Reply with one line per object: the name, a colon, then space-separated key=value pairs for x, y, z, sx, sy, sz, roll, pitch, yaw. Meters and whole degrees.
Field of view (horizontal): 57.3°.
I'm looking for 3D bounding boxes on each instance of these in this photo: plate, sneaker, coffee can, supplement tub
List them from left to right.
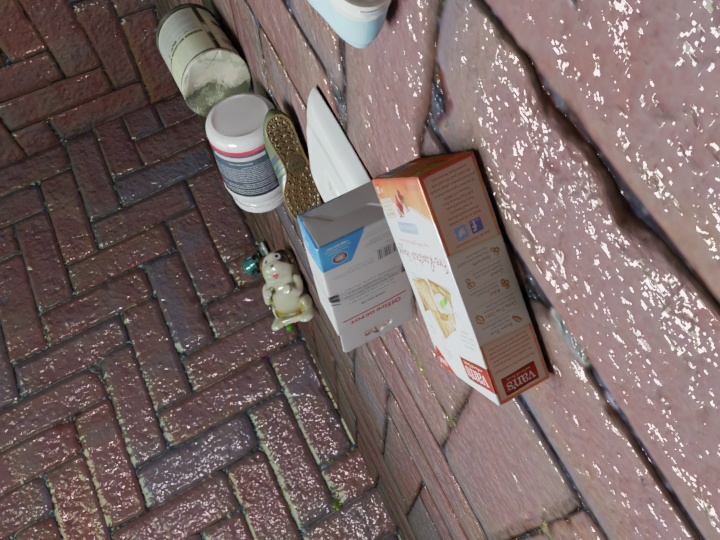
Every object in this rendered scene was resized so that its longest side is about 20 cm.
coffee can: x=-0.328 y=-0.437 z=1.368 sx=0.202 sy=0.144 sz=0.148 roll=57 pitch=166 yaw=36
supplement tub: x=-0.213 y=-0.226 z=1.284 sx=0.142 sy=0.138 sz=0.202 roll=57 pitch=166 yaw=33
sneaker: x=-0.415 y=-0.042 z=2.630 sx=0.085 sy=0.118 sz=0.201 roll=60 pitch=167 yaw=21
sneaker: x=-0.122 y=-0.188 z=1.152 sx=0.090 sy=0.066 sz=0.204 roll=-119 pitch=10 yaw=-58
sneaker: x=-0.042 y=-0.277 z=0.564 sx=0.204 sy=0.072 sz=0.082 roll=64 pitch=166 yaw=13
plate: x=-0.029 y=-0.119 z=0.930 sx=0.203 sy=0.032 sz=0.201 roll=61 pitch=167 yaw=22

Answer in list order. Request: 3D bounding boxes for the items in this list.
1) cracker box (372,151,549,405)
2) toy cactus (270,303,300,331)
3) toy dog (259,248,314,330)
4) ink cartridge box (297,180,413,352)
cracker box: x=0.085 y=0.002 z=0.589 sx=0.204 sy=0.057 sz=0.134 roll=68 pitch=169 yaw=-12
toy cactus: x=-0.277 y=0.119 z=2.464 sx=0.204 sy=0.100 sz=0.165 roll=64 pitch=-173 yaw=-4
toy dog: x=-0.214 y=0.037 z=1.910 sx=0.195 sy=0.136 sz=0.204 roll=-63 pitch=-44 yaw=-57
ink cartridge box: x=0.000 y=0.000 z=0.824 sx=0.068 sy=0.114 sz=0.203 roll=55 pitch=164 yaw=40
